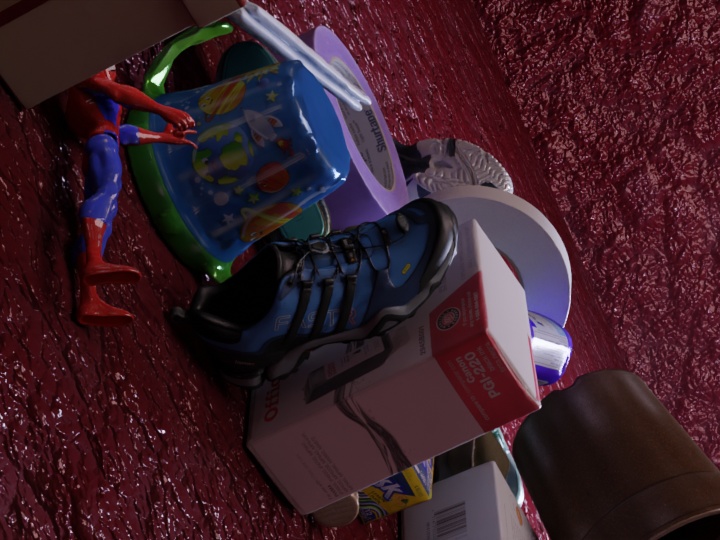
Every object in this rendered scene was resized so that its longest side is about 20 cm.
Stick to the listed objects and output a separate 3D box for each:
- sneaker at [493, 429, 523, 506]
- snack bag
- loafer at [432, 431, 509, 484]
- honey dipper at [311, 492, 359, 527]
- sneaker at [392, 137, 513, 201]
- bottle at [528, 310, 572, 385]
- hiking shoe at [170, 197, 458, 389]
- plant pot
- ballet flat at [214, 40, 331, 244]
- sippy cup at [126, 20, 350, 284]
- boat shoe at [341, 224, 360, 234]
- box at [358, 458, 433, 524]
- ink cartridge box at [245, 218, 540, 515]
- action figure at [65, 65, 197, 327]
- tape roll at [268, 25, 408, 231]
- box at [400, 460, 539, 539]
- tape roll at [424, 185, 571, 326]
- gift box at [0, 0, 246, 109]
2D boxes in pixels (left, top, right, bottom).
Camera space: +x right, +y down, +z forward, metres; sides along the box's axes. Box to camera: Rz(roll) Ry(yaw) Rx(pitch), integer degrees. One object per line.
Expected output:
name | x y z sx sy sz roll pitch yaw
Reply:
sneaker | 0.103 0.153 1.408 0.202 0.073 0.118 59 -15 0
snack bag | -0.099 -0.209 1.162 0.200 0.022 0.188 39 5 34
loafer | 0.103 0.159 1.335 0.201 0.069 0.076 89 7 -53
honey dipper | -0.023 0.125 1.166 0.038 0.038 0.201 59 13 -28
sneaker | 0.077 -0.068 1.537 0.080 0.197 0.130 -65 150 -33
bottle | 0.121 0.060 1.320 0.199 0.083 0.066 18 94 -58
hiking shoe | -0.024 0.008 0.995 0.087 0.199 0.075 52 7 -51
plant pot | 0.247 0.213 1.363 0.200 0.199 0.199 49 7 -49
ballet flat | -0.078 -0.096 1.250 0.074 0.073 0.202 29 43 -67
sippy cup | -0.082 -0.085 1.067 0.179 0.129 0.140 59 17 -27
boat shoe | -0.003 0.003 1.216 0.201 0.075 0.076 -13 73 -41
box | 0.024 0.127 1.262 0.071 0.064 0.201 61 17 -21
ink cartridge box | 0.021 0.070 1.069 0.085 0.198 0.146 52 20 -28
action figure | -0.136 -0.063 0.915 0.066 0.098 0.202 114 -30 -49
tape roll | -0.033 -0.121 1.379 0.201 0.084 0.201 60 16 -30
box | 0.119 0.292 1.293 0.201 0.097 0.125 59 16 -27
tape roll | 0.111 0.016 1.460 0.204 0.201 0.037 63 18 -17
gift box | -0.168 -0.239 0.880 0.201 0.185 0.186 57 18 -37
